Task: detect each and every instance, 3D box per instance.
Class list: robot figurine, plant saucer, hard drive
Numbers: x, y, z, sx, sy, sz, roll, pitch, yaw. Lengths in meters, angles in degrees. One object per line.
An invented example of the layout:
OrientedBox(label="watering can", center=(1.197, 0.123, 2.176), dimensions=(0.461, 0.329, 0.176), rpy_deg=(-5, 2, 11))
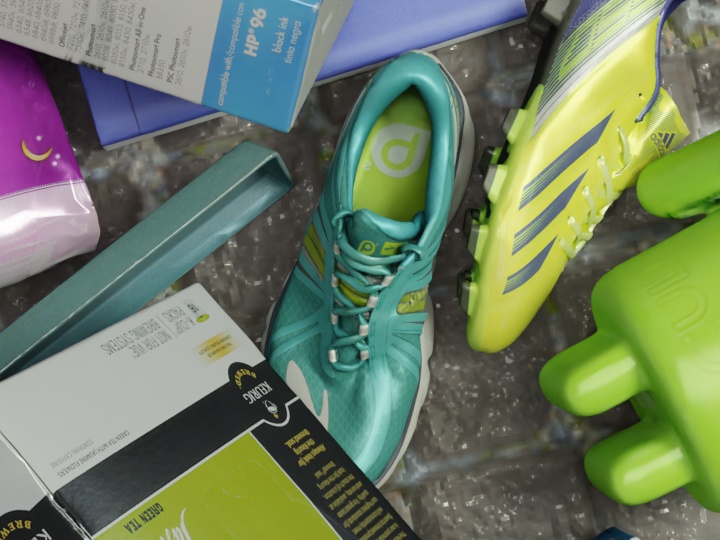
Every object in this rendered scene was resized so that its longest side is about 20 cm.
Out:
OrientedBox(label="robot figurine", center=(0.178, 0.026, 1.022), dimensions=(0.200, 0.116, 0.176), rpy_deg=(-29, 92, -3))
OrientedBox(label="plant saucer", center=(-0.114, 0.012, 1.056), dimensions=(0.200, 0.070, 0.019), rpy_deg=(-38, 80, -2))
OrientedBox(label="hard drive", center=(-0.039, -0.147, 1.090), dimensions=(0.200, 0.025, 0.132), rpy_deg=(-17, 84, 0))

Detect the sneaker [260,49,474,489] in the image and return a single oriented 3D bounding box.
OrientedBox(label="sneaker", center=(0.000, 0.000, 1.049), dimensions=(0.077, 0.080, 0.200), rpy_deg=(11, 86, 2))

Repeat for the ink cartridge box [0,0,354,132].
OrientedBox(label="ink cartridge box", center=(-0.103, -0.143, 1.016), dimensions=(0.200, 0.116, 0.068), rpy_deg=(18, 128, 4))

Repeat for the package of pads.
OrientedBox(label="package of pads", center=(-0.222, -0.032, 1.022), dimensions=(0.200, 0.076, 0.121), rpy_deg=(-21, 83, -23))

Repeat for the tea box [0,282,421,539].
OrientedBox(label="tea box", center=(-0.083, 0.135, 0.962), dimensions=(0.197, 0.200, 0.134), rpy_deg=(49, 114, 6))

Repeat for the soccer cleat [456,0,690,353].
OrientedBox(label="soccer cleat", center=(0.100, -0.054, 1.060), dimensions=(0.084, 0.065, 0.200), rpy_deg=(20, 86, -3))

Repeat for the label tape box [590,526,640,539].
OrientedBox(label="label tape box", center=(0.142, 0.204, 0.994), dimensions=(0.066, 0.143, 0.200), rpy_deg=(-37, 85, -1))
